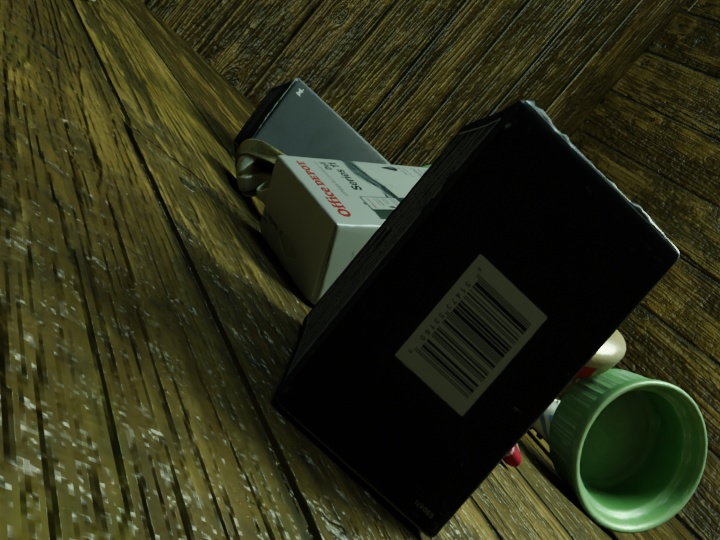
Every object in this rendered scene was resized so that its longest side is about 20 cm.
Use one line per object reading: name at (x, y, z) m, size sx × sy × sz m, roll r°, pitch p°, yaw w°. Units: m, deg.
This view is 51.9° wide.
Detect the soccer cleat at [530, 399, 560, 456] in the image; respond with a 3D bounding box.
soccer cleat at (0.305, 0.233, 1.176) m, size 0.200 × 0.087 × 0.070 m, roll 48°, pitch 8°, yaw 39°

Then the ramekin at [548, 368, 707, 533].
ramekin at (0.349, 0.232, 0.990) m, size 0.199 × 0.201 × 0.098 m, roll 41°, pitch -2°, yaw -16°

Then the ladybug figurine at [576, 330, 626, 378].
ladybug figurine at (0.256, 0.089, 0.999) m, size 0.195 × 0.074 × 0.136 m, roll 18°, pitch 28°, yaw 2°

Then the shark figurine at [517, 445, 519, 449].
shark figurine at (0.204, 0.159, 0.946) m, size 0.215 × 0.087 × 0.131 m, roll 69°, pitch 0°, yaw -74°

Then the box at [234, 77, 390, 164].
box at (-0.081, -0.188, 1.180) m, size 0.199 × 0.125 × 0.196 m, roll 39°, pitch -5°, yaw -19°

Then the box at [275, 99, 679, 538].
box at (0.060, 0.016, 0.470) m, size 0.123 × 0.201 × 0.199 m, roll 40°, pitch 6°, yaw -6°

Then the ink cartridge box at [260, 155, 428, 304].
ink cartridge box at (0.018, -0.041, 0.727) m, size 0.195 × 0.085 × 0.147 m, roll -1°, pitch 32°, yaw -33°

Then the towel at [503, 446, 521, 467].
towel at (0.104, 0.100, 0.777) m, size 0.201 × 0.022 × 0.146 m, roll 54°, pitch 10°, yaw -30°

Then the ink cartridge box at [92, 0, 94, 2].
ink cartridge box at (-0.470, -0.510, 1.124) m, size 0.175 × 0.084 × 0.200 m, roll 41°, pitch 7°, yaw -17°

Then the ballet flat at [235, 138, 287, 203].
ballet flat at (-0.102, -0.101, 0.841) m, size 0.198 × 0.072 × 0.070 m, roll 28°, pitch -5°, yaw 41°

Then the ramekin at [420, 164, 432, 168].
ramekin at (0.094, -0.037, 0.957) m, size 0.199 × 0.200 × 0.098 m, roll 35°, pitch 15°, yaw -52°
